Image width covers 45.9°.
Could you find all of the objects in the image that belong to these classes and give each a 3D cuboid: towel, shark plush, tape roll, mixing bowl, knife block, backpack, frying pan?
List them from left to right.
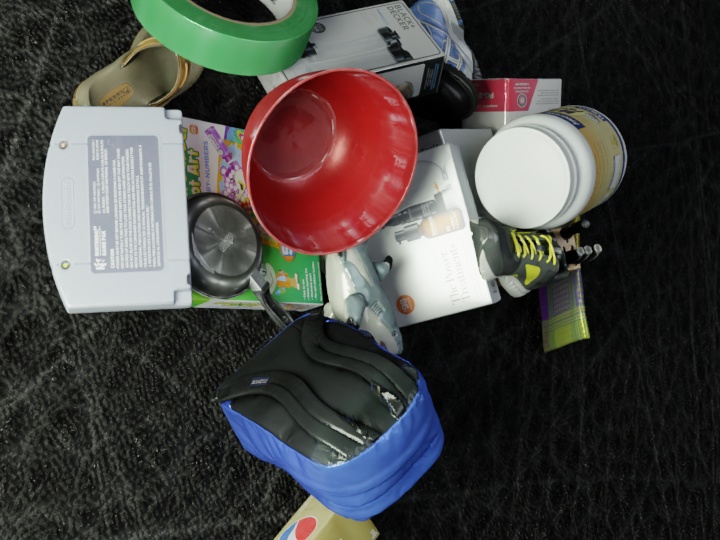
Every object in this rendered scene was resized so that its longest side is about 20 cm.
[{"bbox_3d":[-0.147,-0.297,0.930,0.200,0.048,0.201,14,46,-15],"label":"tape roll"},{"bbox_3d":[-0.130,0.007,0.879,0.115,0.031,0.190,-28,95,-43],"label":"frying pan"},{"bbox_3d":[-0.049,-0.129,0.909,0.200,0.108,0.201,-15,122,-25],"label":"mixing bowl"},{"bbox_3d":[-0.013,0.153,0.859,0.163,0.200,0.168,-45,129,-23],"label":"backpack"},{"bbox_3d":[0.000,0.000,0.980,0.083,0.091,0.200,-1,68,-22],"label":"shark plush"},{"bbox_3d":[0.274,-0.025,1.204,0.200,0.175,0.064,-1,79,-56],"label":"knife block"},{"bbox_3d":[0.301,0.014,1.270,0.023,0.144,0.201,2,76,-10],"label":"towel"}]

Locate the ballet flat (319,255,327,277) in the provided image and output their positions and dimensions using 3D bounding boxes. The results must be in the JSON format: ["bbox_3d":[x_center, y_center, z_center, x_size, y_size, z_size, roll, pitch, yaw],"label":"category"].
[{"bbox_3d":[-0.012,-0.002,1.023,0.069,0.069,0.200,-18,90,-45],"label":"ballet flat"}]

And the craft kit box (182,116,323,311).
[{"bbox_3d":[-0.136,-0.058,0.939,0.197,0.048,0.201,3,76,-40],"label":"craft kit box"}]

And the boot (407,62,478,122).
[{"bbox_3d":[0.031,-0.202,1.071,0.211,0.080,0.158,19,52,6],"label":"boot"}]

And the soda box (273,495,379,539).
[{"bbox_3d":[-0.069,0.317,0.872,0.200,0.068,0.064,-43,108,-42],"label":"soda box"}]

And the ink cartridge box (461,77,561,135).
[{"bbox_3d":[0.220,-0.178,1.243,0.145,0.084,0.201,-12,106,-45],"label":"ink cartridge box"}]

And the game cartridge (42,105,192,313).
[{"bbox_3d":[-0.232,-0.059,0.812,0.133,0.041,0.201,-1,76,-19],"label":"game cartridge"}]

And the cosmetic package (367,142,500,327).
[{"bbox_3d":[0.072,-0.039,1.051,0.052,0.150,0.201,-10,84,-67],"label":"cosmetic package"}]

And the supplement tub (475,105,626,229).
[{"bbox_3d":[0.244,-0.132,1.086,0.200,0.144,0.145,-24,94,-54],"label":"supplement tub"}]

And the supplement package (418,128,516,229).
[{"bbox_3d":[0.122,-0.078,1.135,0.117,0.117,0.201,-10,85,-46],"label":"supplement package"}]

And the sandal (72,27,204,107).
[{"bbox_3d":[-0.218,-0.213,0.896,0.080,0.054,0.200,52,49,-19],"label":"sandal"}]

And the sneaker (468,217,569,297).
[{"bbox_3d":[0.191,-0.025,1.011,0.200,0.084,0.075,25,52,-61],"label":"sneaker"}]

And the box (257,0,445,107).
[{"bbox_3d":[-0.015,-0.248,1.010,0.200,0.060,0.117,-17,56,-20],"label":"box"}]

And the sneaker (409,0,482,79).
[{"bbox_3d":[0.123,-0.308,1.251,0.077,0.076,0.200,-30,112,-6],"label":"sneaker"}]
